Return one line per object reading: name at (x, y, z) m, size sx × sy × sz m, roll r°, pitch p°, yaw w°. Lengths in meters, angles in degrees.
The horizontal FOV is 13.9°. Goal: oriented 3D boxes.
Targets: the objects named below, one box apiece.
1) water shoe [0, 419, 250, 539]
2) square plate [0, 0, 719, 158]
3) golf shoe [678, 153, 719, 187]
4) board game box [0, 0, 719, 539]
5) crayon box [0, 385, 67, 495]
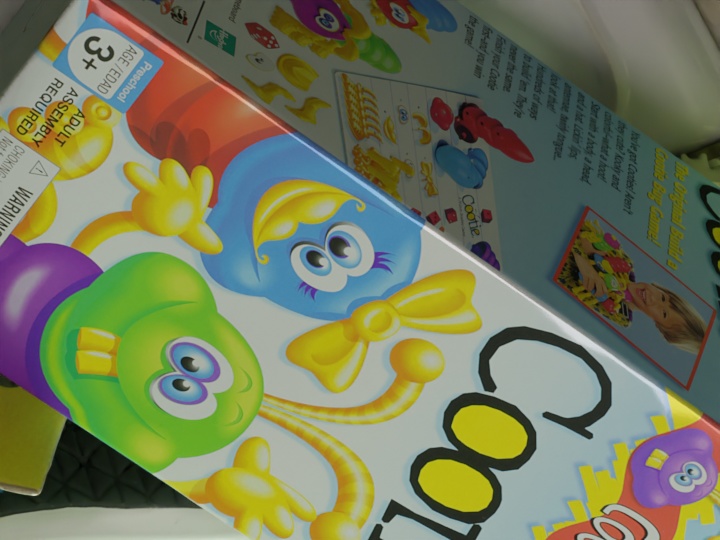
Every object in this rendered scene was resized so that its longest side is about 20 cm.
water shoe at (-0.114, 0.076, 0.807) m, size 0.199 × 0.072 × 0.079 m, roll 1°, pitch 133°, yaw -14°
square plate at (-0.024, -0.067, 0.767) m, size 0.199 × 0.029 × 0.198 m, roll -22°, pitch 127°, yaw 15°
golf shoe at (0.128, 0.035, 0.802) m, size 0.199 × 0.097 × 0.078 m, roll 17°, pitch 134°, yaw -17°
board game box at (0.000, 0.000, 0.713) m, size 0.200 × 0.105 × 0.103 m, roll 34°, pitch 121°, yaw -12°
crayon box at (-0.164, 0.017, 0.747) m, size 0.199 × 0.127 × 0.051 m, roll 9°, pitch 129°, yaw 5°
